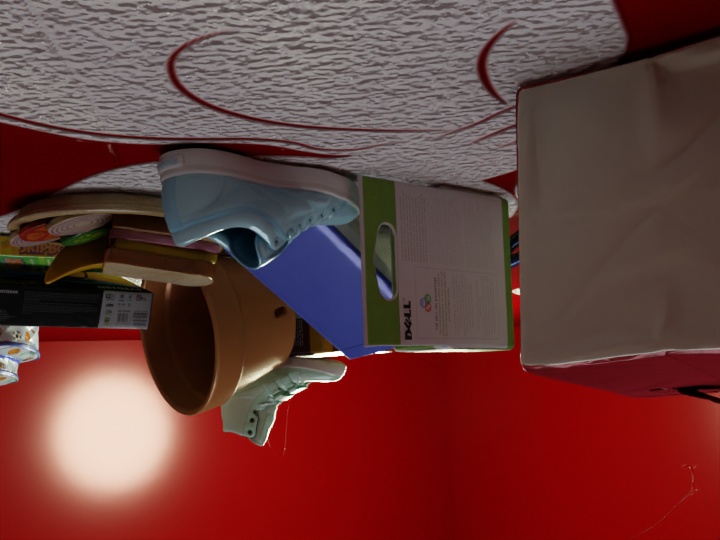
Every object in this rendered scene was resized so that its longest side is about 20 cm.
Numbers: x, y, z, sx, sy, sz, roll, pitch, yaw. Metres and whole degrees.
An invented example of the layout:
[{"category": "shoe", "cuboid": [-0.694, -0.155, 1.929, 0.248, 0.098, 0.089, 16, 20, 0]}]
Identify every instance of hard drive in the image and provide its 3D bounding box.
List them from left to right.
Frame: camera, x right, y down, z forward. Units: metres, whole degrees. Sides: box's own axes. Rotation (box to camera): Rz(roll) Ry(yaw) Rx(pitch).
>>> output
[{"category": "hard drive", "cuboid": [-0.028, 0.014, 0.817, 0.131, 0.026, 0.200, -19, 129, 40]}]

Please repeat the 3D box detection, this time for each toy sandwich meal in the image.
[{"category": "toy sandwich meal", "cuboid": [-0.231, -0.021, 0.773, 0.201, 0.072, 0.205, -3, 172, 0]}]

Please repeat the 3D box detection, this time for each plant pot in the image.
[{"category": "plant pot", "cuboid": [-0.174, 0.068, 1.022, 0.138, 0.204, 0.198, -8, 177, -40]}]

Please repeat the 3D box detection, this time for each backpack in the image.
[{"category": "backpack", "cuboid": [-0.688, 0.132, 1.477, 0.187, 0.157, 0.200, -14, 169, 0]}]

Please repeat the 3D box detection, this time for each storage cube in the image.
[{"category": "storage cube", "cuboid": [0.206, -0.022, 0.495, 0.169, 0.204, 0.179, -8, 165, 36]}]

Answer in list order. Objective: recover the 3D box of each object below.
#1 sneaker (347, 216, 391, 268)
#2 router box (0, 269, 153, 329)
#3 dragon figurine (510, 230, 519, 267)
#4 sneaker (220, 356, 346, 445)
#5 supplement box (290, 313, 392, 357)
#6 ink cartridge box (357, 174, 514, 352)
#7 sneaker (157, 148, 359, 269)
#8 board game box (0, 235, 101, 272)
[{"category": "sneaker", "cuboid": [0.004, -0.015, 0.842, 0.196, 0.090, 0.075, -1, 174, -13]}, {"category": "router box", "cuboid": [-0.378, 0.029, 0.992, 0.198, 0.052, 0.148, 6, -172, -43]}, {"category": "dragon figurine", "cuboid": [0.131, -0.018, 0.917, 0.196, 0.060, 0.100, 1, 144, -24]}, {"category": "sneaker", "cuboid": [-0.108, 0.181, 1.125, 0.197, 0.121, 0.074, -7, 170, 23]}, {"category": "supplement box", "cuboid": [-0.085, 0.059, 1.187, 0.197, 0.136, 0.196, -7, 171, 30]}, {"category": "ink cartridge box", "cuboid": [0.053, 0.000, 0.750, 0.198, 0.151, 0.075, 5, 170, -41]}, {"category": "sneaker", "cuboid": [-0.076, -0.040, 0.649, 0.198, 0.084, 0.073, 4, 171, -43]}, {"category": "board game box", "cuboid": [-0.342, -0.016, 0.930, 0.197, 0.031, 0.095, -1, 172, -36]}]
